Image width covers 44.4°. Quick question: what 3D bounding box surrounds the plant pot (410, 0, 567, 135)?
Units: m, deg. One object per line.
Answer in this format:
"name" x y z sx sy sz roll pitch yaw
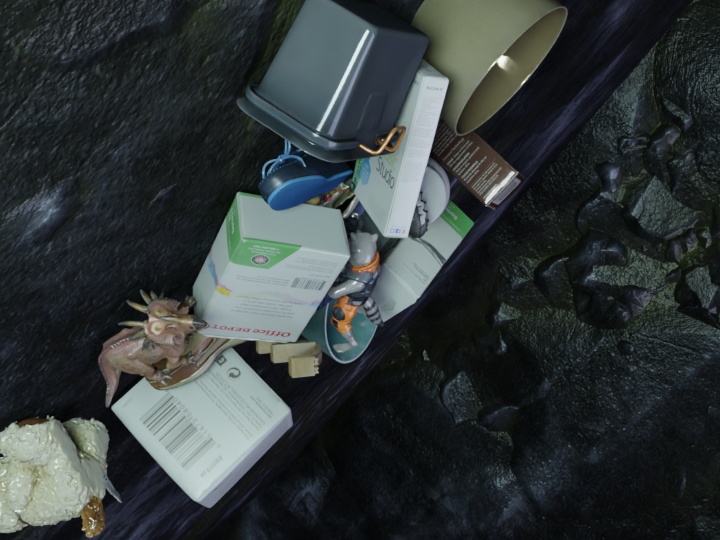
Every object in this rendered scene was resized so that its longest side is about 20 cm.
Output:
"plant pot" 0.140 -0.288 1.105 0.200 0.134 0.200 -44 169 -11

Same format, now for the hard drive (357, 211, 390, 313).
"hard drive" 0.029 -0.040 1.569 0.132 0.027 0.200 -36 131 -48

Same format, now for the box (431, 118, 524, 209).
"box" 0.149 -0.185 1.337 0.075 0.200 0.100 -46 168 12

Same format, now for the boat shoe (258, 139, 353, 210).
"boat shoe" -0.080 -0.121 1.089 0.084 0.069 0.200 -36 178 19

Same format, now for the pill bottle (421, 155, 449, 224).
"pill bottle" 0.079 -0.129 1.361 0.114 0.114 0.200 -48 -173 11

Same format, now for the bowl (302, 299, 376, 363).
"bowl" -0.051 0.059 1.602 0.201 0.105 0.201 -33 129 -52

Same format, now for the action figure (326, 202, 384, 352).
"action figure" 0.000 0.000 1.287 0.194 0.104 0.200 97 13 -54

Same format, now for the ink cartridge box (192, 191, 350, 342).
"ink cartridge box" -0.121 0.003 1.150 0.145 0.088 0.200 8 137 -25

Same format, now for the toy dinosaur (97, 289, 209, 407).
"toy dinosaur" -0.273 0.090 1.104 0.200 0.086 0.136 -35 163 10

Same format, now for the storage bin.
"storage bin" -0.007 -0.200 0.915 0.134 0.145 0.200 -62 163 23

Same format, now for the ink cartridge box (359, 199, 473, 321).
"ink cartridge box" 0.082 -0.018 1.487 0.200 0.084 0.146 -50 -173 -37

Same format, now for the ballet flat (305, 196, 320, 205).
"ballet flat" -0.093 -0.038 1.221 0.069 0.063 0.200 -41 155 -36

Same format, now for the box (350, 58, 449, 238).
"box" 0.042 -0.160 1.066 0.036 0.144 0.200 4 118 -22

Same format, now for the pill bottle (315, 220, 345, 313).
"pill bottle" -0.087 0.009 1.393 0.200 0.111 0.111 -39 167 -34

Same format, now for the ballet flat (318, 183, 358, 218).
"ballet flat" -0.054 -0.089 1.291 0.200 0.064 0.076 -46 168 5

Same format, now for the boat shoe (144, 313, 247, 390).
"boat shoe" -0.234 0.093 1.290 0.200 0.076 0.074 -36 139 -5

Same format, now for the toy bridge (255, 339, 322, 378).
"toy bridge" -0.091 0.113 1.226 0.067 0.027 0.200 -4 -174 -20

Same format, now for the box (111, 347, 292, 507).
"box" -0.240 0.231 1.390 0.200 0.199 0.171 -43 169 -15

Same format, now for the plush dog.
"plush dog" -0.420 0.281 1.127 0.171 0.161 0.200 -20 168 6

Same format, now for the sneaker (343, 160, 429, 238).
"sneaker" 0.024 -0.124 1.212 0.090 0.200 0.066 -29 -160 -8
